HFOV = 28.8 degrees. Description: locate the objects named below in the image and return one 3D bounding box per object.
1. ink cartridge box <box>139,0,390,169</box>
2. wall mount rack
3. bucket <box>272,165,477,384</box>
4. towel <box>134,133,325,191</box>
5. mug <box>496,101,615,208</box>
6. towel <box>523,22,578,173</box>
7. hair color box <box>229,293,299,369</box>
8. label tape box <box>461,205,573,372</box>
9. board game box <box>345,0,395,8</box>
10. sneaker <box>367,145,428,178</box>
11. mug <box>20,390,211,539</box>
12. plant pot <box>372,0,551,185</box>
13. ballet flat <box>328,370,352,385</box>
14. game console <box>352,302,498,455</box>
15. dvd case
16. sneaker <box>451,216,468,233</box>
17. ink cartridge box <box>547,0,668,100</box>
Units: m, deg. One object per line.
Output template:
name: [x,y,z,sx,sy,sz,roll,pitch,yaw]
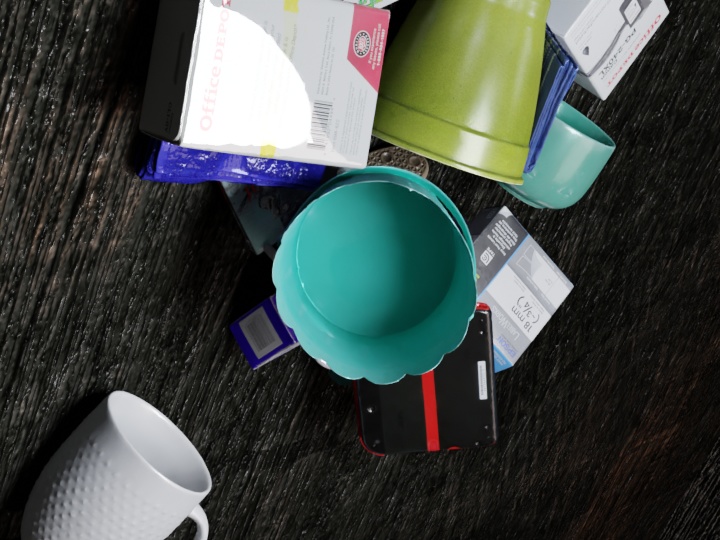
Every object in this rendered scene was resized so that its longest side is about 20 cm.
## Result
ink cartridge box: [-0.084,-0.176,1.239,0.198,0.083,0.147,4,100,-37]
wall mount rack: [0.000,0.000,1.502,0.200,0.075,0.174,-45,110,8]
bucket: [0.016,-0.003,1.396,0.209,0.206,0.135,-58,-174,11]
towel: [-0.104,-0.141,1.326,0.198,0.050,0.149,0,125,-36]
mug: [0.210,-0.156,1.741,0.115,0.183,0.152,-58,-169,18]
towel: [0.182,-0.221,1.571,0.024,0.201,0.146,5,127,-20]
hair color box: [-0.041,0.035,1.611,0.199,0.065,0.109,-30,178,-37]
label tape box: [0.149,0.044,1.716,0.144,0.063,0.200,46,72,-18]
board game box: [-0.009,-0.295,1.319,0.198,0.035,0.127,-28,145,-17]
sneaker: [-0.009,-0.069,1.604,0.199,0.071,0.076,-36,165,-18]
mug: [-0.250,0.256,1.484,0.175,0.148,0.200,-45,117,9]
plant pot: [0.112,-0.217,1.487,0.199,0.199,0.195,3,109,-56]
ballet flat: [0.015,0.056,1.774,0.072,0.067,0.202,-45,158,-57]
game console: [0.077,0.133,1.705,0.174,0.031,0.203,-6,118,0]
dvd case: [-0.079,-0.110,1.454,0.145,0.022,0.201,-35,148,-9]
sneaker: [0.084,-0.040,1.755,0.114,0.072,0.201,-47,162,-9]
ink cartridge box: [0.289,-0.320,1.717,0.146,0.083,0.200,-53,151,2]
